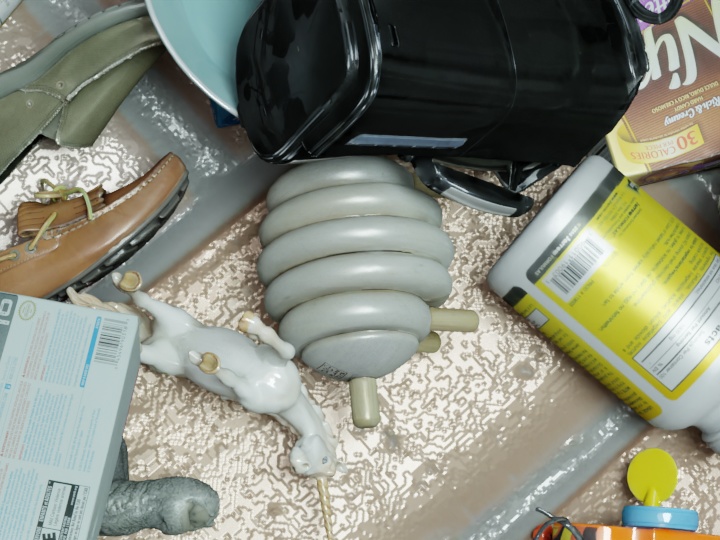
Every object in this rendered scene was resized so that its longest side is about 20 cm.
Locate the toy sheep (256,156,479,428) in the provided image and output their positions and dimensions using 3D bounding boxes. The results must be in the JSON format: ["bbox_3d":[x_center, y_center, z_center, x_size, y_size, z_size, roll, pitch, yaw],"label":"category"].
[{"bbox_3d":[0.000,0.000,0.927,0.138,0.138,0.200,-6,69,-6],"label":"toy sheep"}]

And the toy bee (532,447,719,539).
[{"bbox_3d":[0.165,0.173,0.933,0.200,0.109,0.131,34,68,-23],"label":"toy bee"}]

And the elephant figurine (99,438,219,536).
[{"bbox_3d":[-0.205,0.115,0.889,0.200,0.142,0.155,-28,97,-3],"label":"elephant figurine"}]

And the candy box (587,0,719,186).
[{"bbox_3d":[0.197,-0.162,1.012,0.117,0.056,0.200,-14,82,-8],"label":"candy box"}]

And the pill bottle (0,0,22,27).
[{"bbox_3d":[-0.272,-0.199,0.949,0.113,0.113,0.200,36,79,2],"label":"pill bottle"}]

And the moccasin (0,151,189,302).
[{"bbox_3d":[-0.201,-0.019,0.946,0.201,0.074,0.078,-33,92,0],"label":"moccasin"}]

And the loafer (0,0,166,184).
[{"bbox_3d":[-0.181,-0.115,0.952,0.200,0.075,0.070,-27,96,14],"label":"loafer"}]

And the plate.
[{"bbox_3d":[-0.053,-0.167,0.926,0.200,0.026,0.200,15,63,-31],"label":"plate"}]

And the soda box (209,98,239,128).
[{"bbox_3d":[-0.086,-0.204,0.991,0.068,0.064,0.200,-12,81,-7],"label":"soda box"}]

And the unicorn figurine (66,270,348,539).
[{"bbox_3d":[-0.081,0.065,0.911,0.200,0.137,0.074,38,81,27],"label":"unicorn figurine"}]

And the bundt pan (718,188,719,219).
[{"bbox_3d":[0.296,0.002,0.928,0.076,0.202,0.202,-37,84,13],"label":"bundt pan"}]

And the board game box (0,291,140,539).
[{"bbox_3d":[-0.233,0.084,0.803,0.200,0.064,0.148,11,61,-3],"label":"board game box"}]

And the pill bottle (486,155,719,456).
[{"bbox_3d":[0.189,0.029,0.945,0.200,0.112,0.112,41,79,3],"label":"pill bottle"}]

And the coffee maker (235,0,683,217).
[{"bbox_3d":[0.052,-0.134,0.846,0.200,0.192,0.135,0,43,-37],"label":"coffee maker"}]
